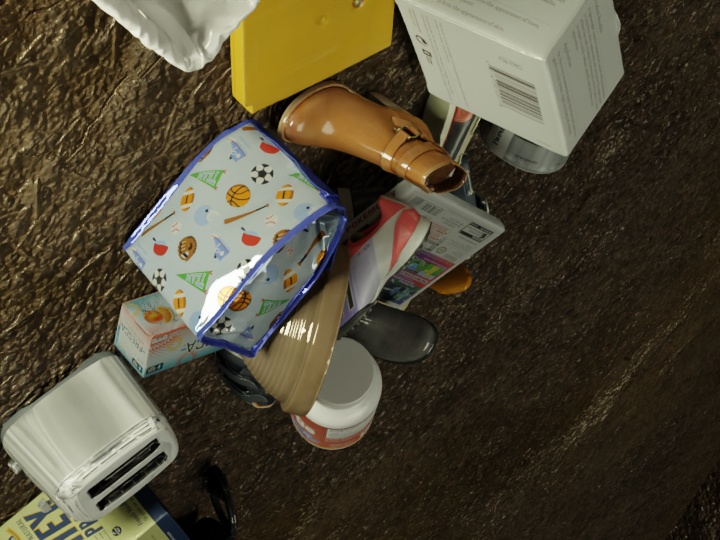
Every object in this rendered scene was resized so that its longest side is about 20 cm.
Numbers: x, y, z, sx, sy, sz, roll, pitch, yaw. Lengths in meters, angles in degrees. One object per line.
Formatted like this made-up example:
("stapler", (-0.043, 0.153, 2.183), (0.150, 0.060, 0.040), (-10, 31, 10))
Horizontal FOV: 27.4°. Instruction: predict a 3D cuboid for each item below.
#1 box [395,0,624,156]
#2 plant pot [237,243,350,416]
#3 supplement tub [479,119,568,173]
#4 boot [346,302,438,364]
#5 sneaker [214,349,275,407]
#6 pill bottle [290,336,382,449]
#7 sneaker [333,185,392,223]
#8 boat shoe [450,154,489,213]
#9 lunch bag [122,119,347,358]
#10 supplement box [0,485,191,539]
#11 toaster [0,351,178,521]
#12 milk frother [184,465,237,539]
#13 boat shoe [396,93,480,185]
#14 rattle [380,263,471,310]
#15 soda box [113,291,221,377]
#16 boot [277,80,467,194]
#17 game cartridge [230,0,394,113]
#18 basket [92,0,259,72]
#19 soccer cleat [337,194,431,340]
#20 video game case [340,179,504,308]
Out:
("box", (0.166, -0.259, 1.611), (0.131, 0.199, 0.199), (-54, 153, -14))
("plant pot", (-0.082, 0.057, 1.661), (0.092, 0.201, 0.201), (15, 125, -10))
("supplement tub", (0.238, -0.232, 1.844), (0.122, 0.123, 0.201), (-15, 139, -43))
("boot", (-0.012, 0.059, 1.820), (0.132, 0.199, 0.070), (34, 72, -65))
("sneaker", (-0.137, 0.127, 1.859), (0.080, 0.078, 0.200), (-53, 153, 2))
("pill bottle", (-0.031, 0.150, 1.845), (0.112, 0.112, 0.200), (-37, 167, -15))
("sneaker", (0.024, -0.041, 1.841), (0.090, 0.067, 0.200), (-12, 147, 3))
("boat shoe", (0.134, -0.086, 1.952), (0.062, 0.075, 0.200), (-31, 141, -2))
("lunch bag", (-0.123, -0.038, 1.569), (0.200, 0.170, 0.124), (-52, 149, 10))
("supplement box", (-0.327, 0.354, 1.844), (0.200, 0.134, 0.200), (-39, 151, -11))
("toaster", (-0.297, 0.188, 1.677), (0.200, 0.129, 0.114), (-37, 151, -15))
("milk frother", (-0.257, 0.384, 2.007), (0.188, 0.180, 0.201), (-18, 99, -40))
("boat shoe", (0.099, -0.142, 1.822), (0.062, 0.071, 0.201), (0, 123, -33))
("rattle", (0.082, 0.044, 1.987), (0.130, 0.142, 0.201), (-40, 151, -51))
("soda box", (-0.184, 0.054, 1.719), (0.199, 0.064, 0.069), (-18, 140, -38))
("boot", (0.018, -0.140, 1.638), (0.199, 0.155, 0.074), (-13, 137, -46))
("game cartridge", (-0.048, -0.267, 1.525), (0.199, 0.032, 0.177), (-28, 147, -24))
("basket", (-0.161, -0.305, 1.188), (0.200, 0.161, 0.198), (-48, 151, 4))
("soccer cleat", (0.000, 0.000, 1.714), (0.200, 0.073, 0.068), (-51, -171, 23))
("video game case", (0.054, -0.032, 1.797), (0.182, 0.023, 0.200), (-37, 147, 23))
